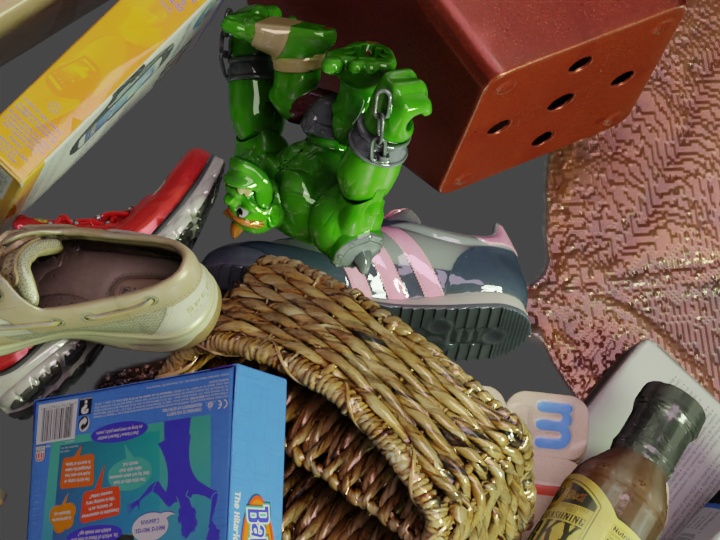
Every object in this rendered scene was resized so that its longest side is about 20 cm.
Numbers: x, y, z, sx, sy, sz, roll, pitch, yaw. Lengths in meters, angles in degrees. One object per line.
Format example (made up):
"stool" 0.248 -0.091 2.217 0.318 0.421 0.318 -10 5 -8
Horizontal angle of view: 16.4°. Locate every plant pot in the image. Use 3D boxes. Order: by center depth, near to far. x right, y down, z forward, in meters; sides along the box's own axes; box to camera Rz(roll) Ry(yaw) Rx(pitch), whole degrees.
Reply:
"plant pot" 0.074 -0.165 1.430 0.199 0.200 0.177 -23 71 -21

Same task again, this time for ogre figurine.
"ogre figurine" -0.025 -0.073 1.389 0.098 0.199 0.121 -12 114 -48

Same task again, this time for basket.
"basket" -0.023 0.106 1.341 0.200 0.143 0.149 34 65 24

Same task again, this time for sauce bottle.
"sauce bottle" 0.127 0.150 1.377 0.065 0.065 0.200 36 65 -5

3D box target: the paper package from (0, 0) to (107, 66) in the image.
"paper package" -0.219 -0.225 1.428 0.200 0.103 0.191 -36 86 -22

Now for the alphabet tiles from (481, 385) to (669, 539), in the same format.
"alphabet tiles" 0.076 0.161 1.412 0.194 0.015 0.201 5 63 0

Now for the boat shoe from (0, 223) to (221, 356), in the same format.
"boat shoe" -0.176 0.004 1.332 0.199 0.065 0.072 3 62 14

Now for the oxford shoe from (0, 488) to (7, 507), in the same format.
"oxford shoe" -0.259 0.121 1.299 0.071 0.200 0.072 14 88 30

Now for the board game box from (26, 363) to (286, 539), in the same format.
"board game box" -0.110 0.159 1.301 0.045 0.152 0.201 20 66 -48

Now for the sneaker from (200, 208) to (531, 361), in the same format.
"sneaker" 0.000 0.000 1.462 0.199 0.070 0.082 9 52 -14

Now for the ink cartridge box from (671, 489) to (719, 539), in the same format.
"ink cartridge box" 0.250 0.213 1.432 0.099 0.039 0.201 -41 110 -27

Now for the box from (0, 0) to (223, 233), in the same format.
"box" -0.145 -0.109 1.410 0.041 0.119 0.200 42 67 -2

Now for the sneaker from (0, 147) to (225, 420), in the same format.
"sneaker" -0.155 -0.010 1.406 0.085 0.077 0.200 40 65 7

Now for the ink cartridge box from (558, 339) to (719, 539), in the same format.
"ink cartridge box" 0.169 0.171 1.467 0.176 0.045 0.200 42 68 -1
